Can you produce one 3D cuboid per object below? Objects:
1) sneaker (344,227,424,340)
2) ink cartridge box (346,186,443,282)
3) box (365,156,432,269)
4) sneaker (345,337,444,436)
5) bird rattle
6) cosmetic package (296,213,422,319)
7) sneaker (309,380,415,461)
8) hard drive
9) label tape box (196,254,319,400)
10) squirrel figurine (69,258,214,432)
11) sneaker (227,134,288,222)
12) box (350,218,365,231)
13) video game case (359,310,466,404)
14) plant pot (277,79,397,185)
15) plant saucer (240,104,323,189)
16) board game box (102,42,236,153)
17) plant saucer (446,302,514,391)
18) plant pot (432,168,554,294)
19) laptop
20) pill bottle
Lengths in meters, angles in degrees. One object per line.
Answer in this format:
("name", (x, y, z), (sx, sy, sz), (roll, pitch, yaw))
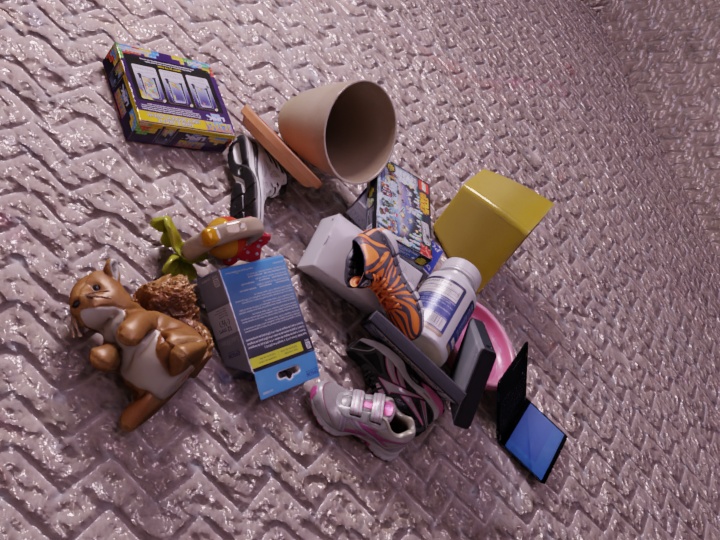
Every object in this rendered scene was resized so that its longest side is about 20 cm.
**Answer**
("sneaker", (0.031, 0.033, 1.341), (0.111, 0.077, 0.203), (-19, 84, -50))
("ink cartridge box", (0.069, -0.075, 1.567), (0.200, 0.044, 0.094), (46, 38, -7))
("box", (0.074, -0.115, 1.536), (0.136, 0.040, 0.202), (27, 45, -28))
("sneaker", (0.048, 0.200, 1.355), (0.199, 0.081, 0.087), (40, 64, 5))
("bird rattle", (-0.210, -0.038, 1.224), (0.198, 0.162, 0.115), (-6, 81, -38))
("cosmetic package", (0.000, 0.000, 1.432), (0.199, 0.085, 0.109), (35, 73, -20))
("sneaker", (0.010, 0.226, 1.277), (0.198, 0.088, 0.082), (30, 41, -25))
("hard drive", (0.192, 0.176, 1.405), (0.032, 0.142, 0.200), (18, 11, 0))
("label tape box", (-0.154, 0.089, 1.235), (0.142, 0.066, 0.203), (-15, 86, -51))
("squirrel figurine", (-0.295, 0.076, 1.075), (0.186, 0.142, 0.200), (42, 22, 5))
("sneaker", (-0.168, -0.139, 1.413), (0.114, 0.075, 0.204), (20, 51, -42))
("box", (0.042, -0.041, 1.581), (0.155, 0.041, 0.202), (34, 40, -21))
("video game case", (0.084, 0.148, 1.363), (0.200, 0.026, 0.181), (43, -7, 0))
("plant pot", (-0.062, -0.274, 1.529), (0.185, 0.198, 0.191), (-16, 114, -40))
("plant saucer", (-0.148, -0.222, 1.472), (0.200, 0.032, 0.200), (47, 3, -4))
("board game box", (-0.330, -0.296, 1.392), (0.198, 0.057, 0.167), (1, 61, -47))
("plant saucer", (0.226, 0.152, 1.602), (0.199, 0.051, 0.203), (28, 43, -29))
("plant pot", (0.280, -0.106, 1.773), (0.176, 0.201, 0.200), (42, 36, 8))
("laptop", (0.340, 0.275, 1.567), (0.177, 0.102, 0.203), (-37, 130, -54))
("pill bottle", (0.149, 0.073, 1.491), (0.111, 0.111, 0.201), (42, 56, -10))
